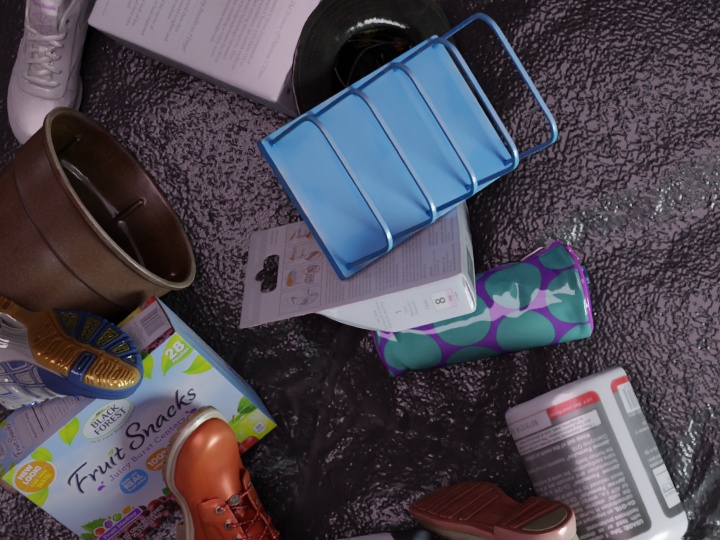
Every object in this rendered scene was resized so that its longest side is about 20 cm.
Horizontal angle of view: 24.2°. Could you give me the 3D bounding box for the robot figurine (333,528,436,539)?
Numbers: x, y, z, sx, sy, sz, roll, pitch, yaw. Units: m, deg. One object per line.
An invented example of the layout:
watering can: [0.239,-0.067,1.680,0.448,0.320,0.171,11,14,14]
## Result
robot figurine: [0.008,0.286,1.433,0.200,0.150,0.125,-11,75,17]

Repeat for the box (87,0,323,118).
box: [-0.122,-0.250,1.554,0.200,0.106,0.153,24,91,12]

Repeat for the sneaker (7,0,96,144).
sneaker: [-0.300,-0.217,1.590,0.075,0.100,0.200,13,90,9]

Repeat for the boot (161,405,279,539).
boot: [-0.112,0.207,1.479,0.107,0.200,0.075,30,53,34]

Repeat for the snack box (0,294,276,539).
snack box: [-0.204,0.144,1.506,0.200,0.169,0.068,-40,42,1]

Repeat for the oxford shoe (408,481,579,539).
oxford shoe: [0.114,0.234,1.459,0.071,0.200,0.074,-28,109,-28]

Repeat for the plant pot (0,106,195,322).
plant pot: [-0.289,-0.010,1.534,0.198,0.200,0.200,-37,80,13]

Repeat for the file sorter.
file sorter: [0.045,-0.109,1.420,0.200,0.123,0.139,-34,95,-24]

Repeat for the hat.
hat: [0.007,-0.158,1.527,0.200,0.081,0.201,1,87,-30]

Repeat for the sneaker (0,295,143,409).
sneaker: [-0.274,0.081,1.440,0.200,0.075,0.088,16,126,19]

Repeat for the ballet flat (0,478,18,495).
ballet flat: [-0.257,0.155,1.580,0.200,0.068,0.067,-24,102,9]

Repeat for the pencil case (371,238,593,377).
pencil case: [0.106,0.034,1.503,0.200,0.085,0.093,-13,87,10]

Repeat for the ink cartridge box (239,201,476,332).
ink cartridge box: [0.000,0.000,1.490,0.200,0.163,0.057,-18,120,12]

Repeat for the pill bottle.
pill bottle: [0.213,0.194,1.457,0.114,0.114,0.200,-23,82,8]
